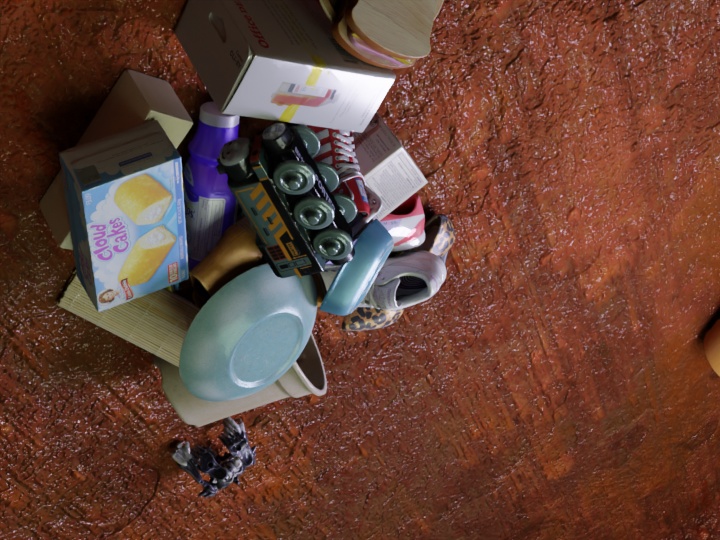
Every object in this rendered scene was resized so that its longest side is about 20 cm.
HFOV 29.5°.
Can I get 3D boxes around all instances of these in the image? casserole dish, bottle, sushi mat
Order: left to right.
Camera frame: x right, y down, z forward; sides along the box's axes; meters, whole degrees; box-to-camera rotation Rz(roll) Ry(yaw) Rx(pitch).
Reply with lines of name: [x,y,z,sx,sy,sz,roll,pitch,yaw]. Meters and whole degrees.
sushi mat: [-0.269,0.054,1.694,0.199,0.012,0.096,29,121,-14]
bottle: [-0.176,-0.097,1.612,0.065,0.084,0.202,-2,119,-22]
casserole dish: [0.000,0.000,1.685,0.122,0.039,0.200,-60,178,8]

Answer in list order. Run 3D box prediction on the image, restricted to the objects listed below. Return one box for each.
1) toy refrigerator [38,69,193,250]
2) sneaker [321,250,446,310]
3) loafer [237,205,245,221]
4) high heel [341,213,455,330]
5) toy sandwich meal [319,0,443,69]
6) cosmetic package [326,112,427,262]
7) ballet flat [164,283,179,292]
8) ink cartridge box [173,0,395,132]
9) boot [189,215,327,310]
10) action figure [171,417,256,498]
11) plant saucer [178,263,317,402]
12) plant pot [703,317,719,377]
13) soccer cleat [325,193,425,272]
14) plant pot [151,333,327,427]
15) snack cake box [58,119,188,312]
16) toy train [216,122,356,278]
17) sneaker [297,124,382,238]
toy refrigerator: [-0.273,-0.118,1.529,0.070,0.076,0.201,11,124,-46]
sneaker: [0.016,0.015,1.874,0.198,0.100,0.076,-7,110,11]
loafer: [-0.154,-0.080,1.684,0.062,0.072,0.201,8,130,-37]
high heel: [0.050,0.000,1.942,0.199,0.071,0.143,-33,151,-26]
toy sandwich meal: [0.032,-0.323,1.466,0.203,0.070,0.208,-6,101,-34]
cosmetic package: [-0.027,-0.101,1.746,0.199,0.088,0.103,-38,147,3]
ballet flat: [-0.258,-0.050,1.646,0.066,0.067,0.201,-4,137,-6]
ink cartridge box: [-0.084,-0.235,1.487,0.199,0.146,0.084,3,132,-41]
boot: [-0.126,0.019,1.639,0.144,0.071,0.202,-45,141,-14]
action figure: [-0.211,0.275,2.039,0.118,0.102,0.200,-34,173,-14]
plant saucer: [-0.121,0.084,1.616,0.200,0.039,0.202,-29,141,-26]
plant pot: [0.763,0.125,2.611,0.199,0.202,0.183,-2,150,-38]
soccer cleat: [-0.001,-0.053,1.858,0.198,0.068,0.074,-15,121,-24]
plant pot: [-0.169,0.110,1.812,0.182,0.202,0.201,-26,147,7]
snack cake box: [-0.255,-0.056,1.490,0.114,0.067,0.201,-23,145,-21]
toy train: [-0.079,-0.075,1.512,0.113,0.086,0.201,-14,133,18]
sneaker: [-0.022,-0.132,1.631,0.071,0.112,0.202,2,101,-53]
